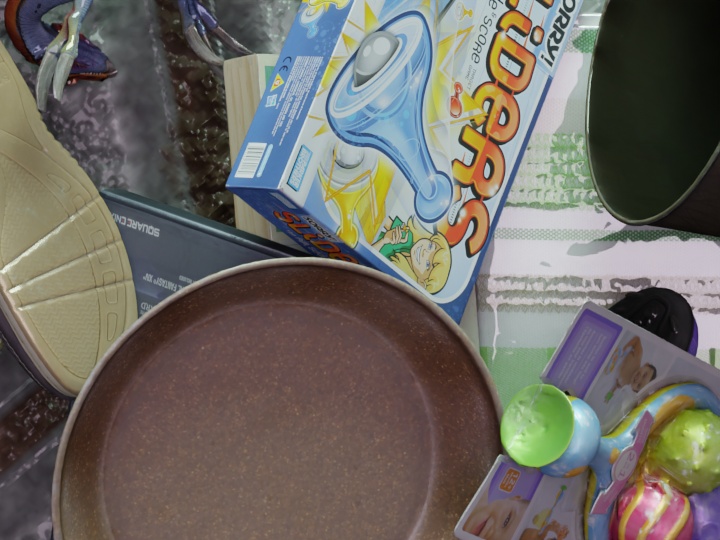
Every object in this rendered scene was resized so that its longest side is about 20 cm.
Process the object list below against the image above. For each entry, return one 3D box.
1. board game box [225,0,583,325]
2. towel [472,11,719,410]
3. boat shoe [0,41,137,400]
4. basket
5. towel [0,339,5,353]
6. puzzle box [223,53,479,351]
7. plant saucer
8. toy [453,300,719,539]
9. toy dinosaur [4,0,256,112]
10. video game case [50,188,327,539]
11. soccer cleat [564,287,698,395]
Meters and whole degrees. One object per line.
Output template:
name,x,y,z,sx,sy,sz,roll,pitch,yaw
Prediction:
board game box,0.027,-0.092,1.182,0.135,0.034,0.201,38,66,-42
towel,0.128,-0.023,1.276,0.149,0.031,0.201,2,92,-1
boat shoe,-0.168,-0.030,1.209,0.072,0.065,0.200,-29,89,-41
basket,0.222,-0.075,1.201,0.199,0.136,0.181,19,69,-25
towel,-0.263,0.023,1.248,0.200,0.036,0.148,-41,92,-1
puzzle box,0.000,0.000,1.226,0.133,0.025,0.201,-3,88,-44
plant saucer,-0.036,0.088,1.130,0.200,0.037,0.201,-4,104,-16
toy,0.132,0.095,1.180,0.047,0.200,0.115,31,93,41
toy dinosaur,-0.089,-0.154,1.211,0.181,0.105,0.201,-6,70,38
video game case,-0.081,0.076,1.202,0.143,0.019,0.201,19,104,41
soccer cleat,0.114,0.103,1.248,0.073,0.068,0.201,20,98,-36
